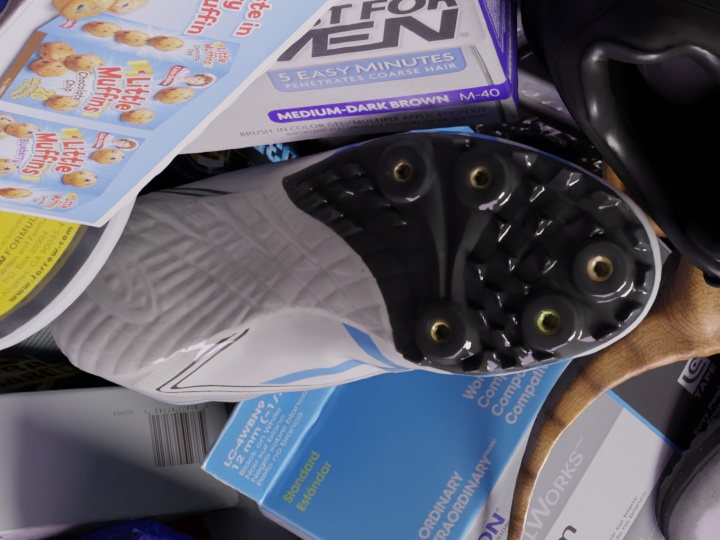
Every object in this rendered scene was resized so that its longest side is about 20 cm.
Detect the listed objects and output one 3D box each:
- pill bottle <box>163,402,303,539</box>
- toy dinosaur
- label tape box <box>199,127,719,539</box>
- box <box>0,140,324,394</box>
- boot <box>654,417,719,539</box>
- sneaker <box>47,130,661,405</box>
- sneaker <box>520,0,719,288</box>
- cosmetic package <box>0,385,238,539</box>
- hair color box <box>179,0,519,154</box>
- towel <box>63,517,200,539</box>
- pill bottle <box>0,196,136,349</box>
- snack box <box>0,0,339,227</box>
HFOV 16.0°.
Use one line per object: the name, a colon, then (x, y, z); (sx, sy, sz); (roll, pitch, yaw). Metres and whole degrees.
pill bottle: (-0.041, 0.090, 0.995); (0.112, 0.112, 0.200); (19, 150, -32)
toy dinosaur: (0.106, 0.005, 0.790); (0.200, 0.106, 0.060); (-26, 154, 13)
label tape box: (0.053, 0.050, 0.862); (0.066, 0.143, 0.200); (27, 173, 36)
box: (-0.103, -0.008, 0.870); (0.200, 0.046, 0.159); (-13, 151, 29)
boot: (0.192, 0.084, 0.823); (0.200, 0.132, 0.070); (-35, 141, 26)
sneaker: (0.000, 0.000, 0.741); (0.200, 0.072, 0.072); (-5, 178, 34)
sneaker: (0.123, -0.012, 0.711); (0.200, 0.091, 0.076); (35, 112, -13)
cosmetic package: (-0.167, 0.079, 0.901); (0.200, 0.052, 0.151); (-2, 172, -40)
hair color box: (-0.029, -0.104, 0.646); (0.109, 0.065, 0.200); (-5, 152, 12)
towel: (-0.022, 0.140, 0.897); (0.200, 0.050, 0.148); (27, 152, -21)
pill bottle: (-0.158, -0.059, 0.691); (0.112, 0.112, 0.200); (-16, 149, 32)
snack box: (-0.043, -0.070, 0.594); (0.072, 0.024, 0.200); (9, 147, -36)
